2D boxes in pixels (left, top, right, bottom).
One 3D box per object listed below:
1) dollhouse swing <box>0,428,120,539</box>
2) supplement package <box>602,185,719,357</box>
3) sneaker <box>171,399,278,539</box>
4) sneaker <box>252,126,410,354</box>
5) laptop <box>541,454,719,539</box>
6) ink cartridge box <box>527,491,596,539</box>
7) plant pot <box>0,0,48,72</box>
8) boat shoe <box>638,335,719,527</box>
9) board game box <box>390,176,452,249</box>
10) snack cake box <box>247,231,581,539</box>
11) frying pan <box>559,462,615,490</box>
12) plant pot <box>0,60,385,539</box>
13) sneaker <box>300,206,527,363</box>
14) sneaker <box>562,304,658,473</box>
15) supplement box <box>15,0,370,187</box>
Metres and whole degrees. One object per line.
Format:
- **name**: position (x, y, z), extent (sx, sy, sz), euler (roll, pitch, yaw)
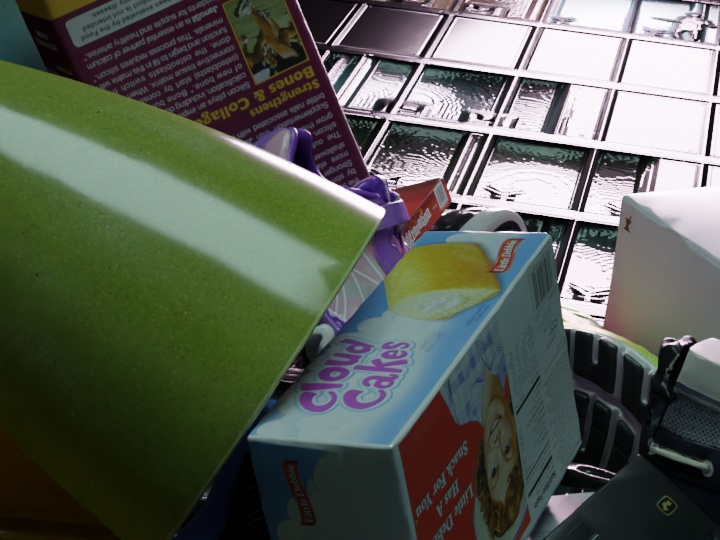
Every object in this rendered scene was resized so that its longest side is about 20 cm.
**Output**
- **dollhouse swing**: position (-0.184, 0.081, 0.912), extent (0.182, 0.176, 0.200), euler (5, 21, 2)
- **supplement package**: position (0.256, 0.023, 1.217), extent (0.200, 0.120, 0.121), euler (-5, 26, -24)
- **sneaker**: position (-0.038, 0.128, 0.981), extent (0.078, 0.070, 0.200), euler (17, 27, 7)
- **sneaker**: position (0.000, 0.000, 1.092), extent (0.200, 0.088, 0.080), euler (42, 7, 8)
- **laptop**: position (0.144, 0.162, 0.812), extent (0.200, 0.103, 0.177), euler (43, 53, 15)
- **ink cartridge box**: position (0.110, 0.158, 0.956), extent (0.200, 0.045, 0.176), euler (-3, 23, -18)
- **plant pot**: position (-0.217, -0.108, 1.286), extent (0.200, 0.188, 0.200), euler (-3, 9, 0)
- **boat shoe**: position (0.213, 0.107, 0.940), extent (0.200, 0.093, 0.075), euler (25, 14, 20)
- **board game box**: position (-0.052, -0.008, 1.252), extent (0.200, 0.019, 0.103), euler (-14, 15, 22)
- **snack cake box**: position (0.031, 0.075, 0.926), extent (0.067, 0.115, 0.200), euler (2, 26, 24)
- **frying pan**: position (0.071, 0.096, 1.076), extent (0.190, 0.031, 0.115), euler (7, 10, 31)
- **plant pot**: position (-0.123, -0.004, 0.931), extent (0.200, 0.187, 0.187), euler (34, 24, -2)
- **sneaker**: position (0.004, 0.014, 1.273), extent (0.112, 0.073, 0.200), euler (5, 21, 39)
- **sneaker**: position (0.123, 0.056, 1.172), extent (0.200, 0.078, 0.090), euler (27, 24, 38)
- **supplement box**: position (-0.091, -0.094, 1.180), extent (0.131, 0.200, 0.103), euler (-26, 18, -13)
